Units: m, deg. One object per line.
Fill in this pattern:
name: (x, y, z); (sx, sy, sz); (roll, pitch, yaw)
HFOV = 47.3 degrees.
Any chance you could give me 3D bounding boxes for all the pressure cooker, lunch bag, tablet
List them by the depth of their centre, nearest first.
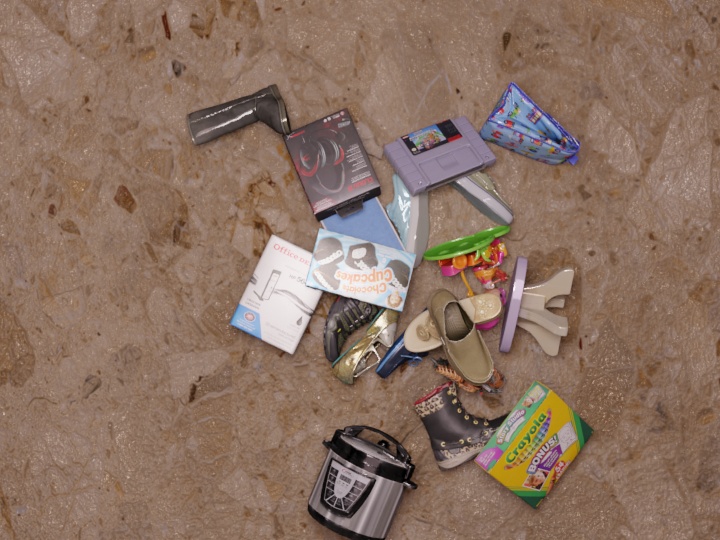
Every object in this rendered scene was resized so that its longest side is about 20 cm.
pressure cooker: (0.003, 0.408, 1.607); (0.175, 0.178, 0.202); (25, 87, -23)
lunch bag: (0.350, -0.269, 1.653); (0.199, 0.151, 0.095); (33, 87, 1)
tablet: (0.009, -0.063, 1.677); (0.129, 0.014, 0.201); (-26, 69, -4)

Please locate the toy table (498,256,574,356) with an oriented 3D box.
toy table: (0.349, 0.077, 1.633); (0.116, 0.184, 0.202); (10, 124, 7)

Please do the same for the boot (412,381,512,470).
boot: (0.215, 0.294, 1.662); (0.199, 0.073, 0.152); (-29, 91, 5)

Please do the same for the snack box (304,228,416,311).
snack box: (0.000, 0.000, 1.615); (0.198, 0.037, 0.117); (15, 85, -2)

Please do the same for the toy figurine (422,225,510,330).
toy figurine: (0.241, 0.027, 1.669); (0.199, 0.150, 0.186); (-22, 102, -26)

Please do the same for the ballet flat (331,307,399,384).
ballet flat: (0.027, 0.149, 1.659); (0.071, 0.071, 0.200); (42, 85, 2)

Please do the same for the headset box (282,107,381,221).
headset box: (-0.053, -0.205, 1.675); (0.147, 0.075, 0.202); (-22, 80, -1)

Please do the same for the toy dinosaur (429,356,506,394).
toy dinosaur: (0.215, 0.193, 1.624); (0.102, 0.200, 0.136); (-45, 54, 0)

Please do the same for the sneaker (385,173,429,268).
sneaker: (0.094, -0.107, 1.694); (0.081, 0.074, 0.203); (3, 91, 29)

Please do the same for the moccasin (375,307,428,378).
moccasin: (0.115, 0.149, 1.666); (0.068, 0.080, 0.200); (43, 88, -2)

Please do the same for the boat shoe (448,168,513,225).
boat shoe: (0.242, -0.174, 1.689); (0.200, 0.072, 0.062); (41, 82, 3)

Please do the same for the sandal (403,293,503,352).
sandal: (0.167, 0.091, 1.577); (0.210, 0.070, 0.078); (-23, 67, 15)

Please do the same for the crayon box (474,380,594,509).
crayon box: (0.346, 0.346, 1.625); (0.172, 0.058, 0.201); (40, 86, -33)

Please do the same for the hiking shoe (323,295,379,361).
hiking shoe: (-0.014, 0.093, 1.669); (0.100, 0.076, 0.202); (15, 86, 4)

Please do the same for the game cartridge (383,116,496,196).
game cartridge: (0.159, -0.236, 1.662); (0.198, 0.038, 0.130); (-23, 68, -20)

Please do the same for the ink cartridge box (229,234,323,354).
ink cartridge box: (-0.156, 0.047, 1.666); (0.145, 0.084, 0.202); (25, 87, 0)

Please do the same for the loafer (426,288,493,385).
loafer: (0.186, 0.129, 1.517); (0.076, 0.067, 0.201); (-33, 99, -4)

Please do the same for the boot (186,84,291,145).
boot: (-0.247, -0.300, 1.658); (0.198, 0.182, 0.073); (-16, 124, -8)
